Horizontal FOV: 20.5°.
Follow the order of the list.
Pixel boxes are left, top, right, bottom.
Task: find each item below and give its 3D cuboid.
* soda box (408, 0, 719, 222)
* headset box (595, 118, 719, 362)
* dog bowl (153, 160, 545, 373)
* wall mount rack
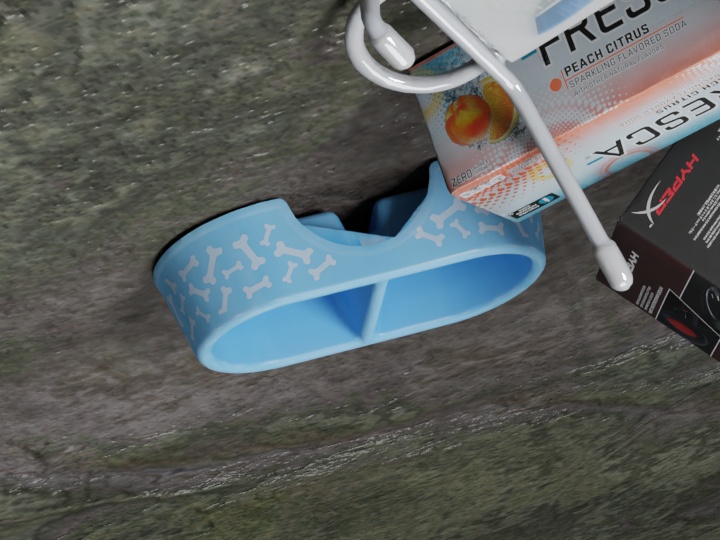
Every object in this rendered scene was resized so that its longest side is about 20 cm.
[{"bbox_3d":[0.123,-0.094,0.822,0.199,0.064,0.068,-27,158,24],"label":"soda box"},{"bbox_3d":[0.228,-0.008,0.870,0.149,0.200,0.075,-53,169,-18],"label":"headset box"},{"bbox_3d":[0.000,0.000,0.981,0.199,0.050,0.112,-13,159,-11],"label":"dog bowl"},{"bbox_3d":[0.097,-0.086,0.749,0.200,0.075,0.174,-29,133,27],"label":"wall mount rack"}]
